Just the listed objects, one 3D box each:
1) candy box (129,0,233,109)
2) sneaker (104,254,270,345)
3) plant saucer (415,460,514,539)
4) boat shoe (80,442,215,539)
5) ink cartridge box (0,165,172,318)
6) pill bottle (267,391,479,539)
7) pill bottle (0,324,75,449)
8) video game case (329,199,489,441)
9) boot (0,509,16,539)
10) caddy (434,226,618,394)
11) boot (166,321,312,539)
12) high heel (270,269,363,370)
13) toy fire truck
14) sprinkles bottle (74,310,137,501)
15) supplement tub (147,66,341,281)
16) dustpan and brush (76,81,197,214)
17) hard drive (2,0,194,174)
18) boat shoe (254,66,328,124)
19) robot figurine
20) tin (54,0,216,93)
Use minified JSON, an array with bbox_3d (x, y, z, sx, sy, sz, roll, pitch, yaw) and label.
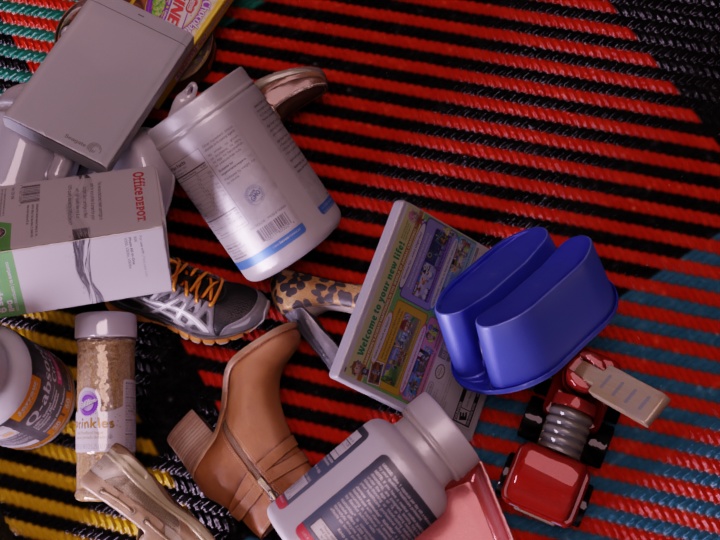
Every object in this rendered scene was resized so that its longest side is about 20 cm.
[{"bbox_3d":[-0.227,-0.299,1.423,0.102,0.026,0.201,30,80,10],"label":"candy box"},{"bbox_3d":[-0.198,0.024,1.324,0.197,0.078,0.079,8,47,8],"label":"sneaker"},{"bbox_3d":[0.071,0.324,1.235,0.198,0.037,0.202,-22,73,0],"label":"plant saucer"},{"bbox_3d":[-0.207,0.272,1.245,0.200,0.071,0.065,47,71,-3],"label":"boat shoe"},{"bbox_3d":[-0.301,-0.032,1.251,0.197,0.085,0.146,-9,32,-8],"label":"ink cartridge box"},{"bbox_3d":[0.017,0.220,1.191,0.199,0.120,0.120,-39,73,-5],"label":"pill bottle"},{"bbox_3d":[-0.388,0.120,1.265,0.115,0.200,0.118,-2,74,7],"label":"pill bottle"},{"bbox_3d":[0.077,0.055,1.267,0.181,0.022,0.202,28,76,-25],"label":"video game case"},{"bbox_3d":[-0.470,0.331,1.288,0.199,0.066,0.176,-32,60,-4],"label":"boot"},{"bbox_3d":[0.171,0.046,1.223,0.199,0.106,0.141,-38,28,-24],"label":"caddy"},{"bbox_3d":[-0.096,0.169,1.278,0.155,0.077,0.200,42,85,18],"label":"boot"},{"bbox_3d":[0.000,0.000,1.321,0.200,0.071,0.143,-40,72,-2],"label":"high heel"},{"bbox_3d":[0.219,0.160,1.178,0.127,0.200,0.178,21,77,13],"label":"toy fire truck"},{"bbox_3d":[-0.276,0.147,1.299,0.067,0.068,0.203,-3,82,6],"label":"sprinkles bottle"},{"bbox_3d":[-0.123,-0.103,1.298,0.131,0.132,0.201,-34,100,-4],"label":"supplement tub"},{"bbox_3d":[-0.245,-0.132,1.372,0.140,0.057,0.201,46,121,26],"label":"dustpan and brush"},{"bbox_3d":[-0.293,-0.216,1.349,0.131,0.027,0.201,26,65,4],"label":"hard drive"},{"bbox_3d":[-0.122,-0.168,1.388,0.198,0.076,0.072,-27,76,8],"label":"boat shoe"},{"bbox_3d":[-0.383,-0.131,1.384,0.168,0.113,0.202,4,73,37],"label":"robot figurine"},{"bbox_3d":[-0.272,-0.274,1.452,0.197,0.042,0.113,7,71,8],"label":"tin"}]
